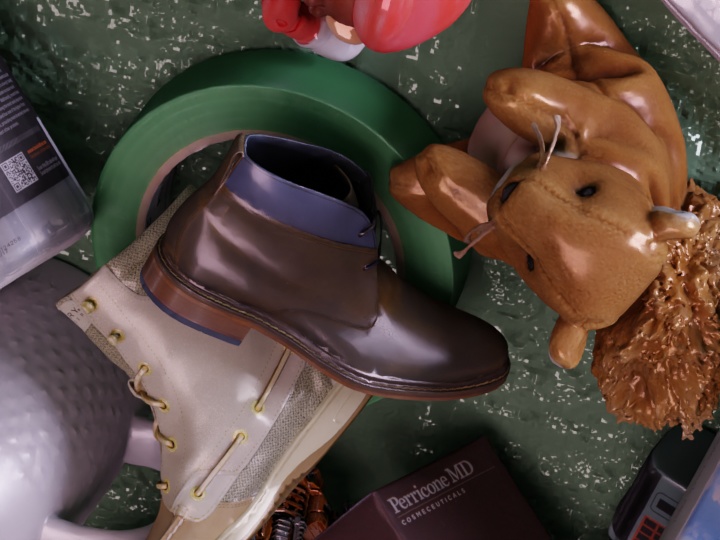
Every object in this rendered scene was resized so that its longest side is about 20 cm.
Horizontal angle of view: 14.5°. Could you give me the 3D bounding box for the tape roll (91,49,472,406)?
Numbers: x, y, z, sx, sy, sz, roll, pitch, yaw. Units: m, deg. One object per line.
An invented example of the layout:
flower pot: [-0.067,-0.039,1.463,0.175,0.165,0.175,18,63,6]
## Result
tape roll: [-0.042,-0.018,1.507,0.200,0.048,0.201,7,120,13]

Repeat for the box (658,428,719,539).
box: [0.224,0.133,1.437,0.122,0.200,0.048,32,165,-2]

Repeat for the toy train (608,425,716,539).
toy train: [0.178,0.178,1.536,0.114,0.085,0.200,33,126,13]

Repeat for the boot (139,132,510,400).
boot: [0.000,0.000,1.412,0.200,0.075,0.097,16,125,-20]

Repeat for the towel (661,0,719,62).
towel: [0.229,-0.167,1.352,0.200,0.032,0.191,45,121,-11]

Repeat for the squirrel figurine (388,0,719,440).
squirrel figurine: [0.123,-0.017,1.363,0.200,0.187,0.142,42,99,-19]

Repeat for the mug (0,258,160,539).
mug: [-0.184,0.102,1.540,0.200,0.175,0.148,18,122,6]

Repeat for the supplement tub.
supplement tub: [-0.237,-0.078,1.477,0.122,0.123,0.200,-28,96,28]

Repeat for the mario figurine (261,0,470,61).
mario figurine: [-0.038,-0.170,1.404,0.200,0.123,0.106,14,83,-2]

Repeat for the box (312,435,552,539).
box: [0.072,0.199,1.517,0.200,0.100,0.075,55,134,11]

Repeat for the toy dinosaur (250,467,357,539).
toy dinosaur: [-0.042,0.184,1.563,0.102,0.136,0.200,15,80,25]

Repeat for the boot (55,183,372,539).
boot: [-0.103,0.072,1.465,0.155,0.072,0.200,43,83,-7]
